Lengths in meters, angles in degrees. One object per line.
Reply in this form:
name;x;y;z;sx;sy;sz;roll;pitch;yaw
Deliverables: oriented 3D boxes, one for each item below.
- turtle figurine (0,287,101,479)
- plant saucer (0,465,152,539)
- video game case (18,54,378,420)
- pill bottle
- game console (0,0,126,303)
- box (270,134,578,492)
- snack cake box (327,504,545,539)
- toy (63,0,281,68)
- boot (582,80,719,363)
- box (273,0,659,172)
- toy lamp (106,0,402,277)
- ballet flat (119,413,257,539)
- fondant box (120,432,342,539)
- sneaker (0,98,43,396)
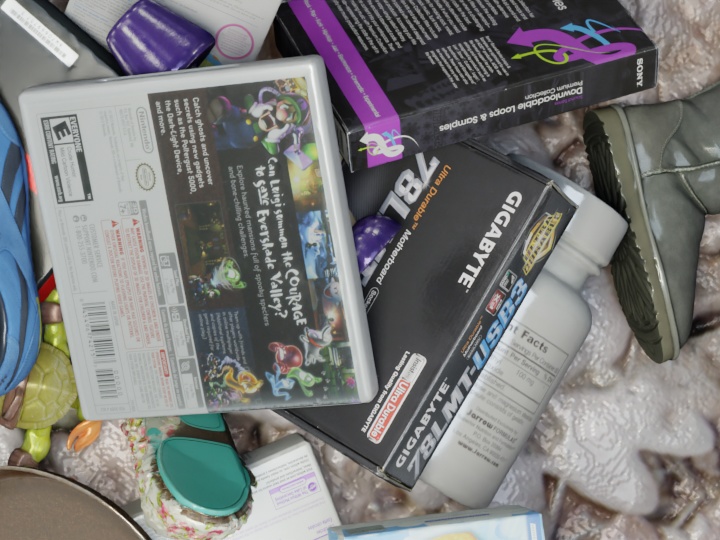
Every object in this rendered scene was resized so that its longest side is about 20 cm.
turtle figurine;-0.218;0.076;1.461;0.160;0.064;0.202;12;91;-9
plant saucer;-0.184;0.201;1.445;0.199;0.032;0.202;10;116;21
video game case;-0.092;-0.015;1.369;0.180;0.023;0.202;-4;106;17
pill bottle;0.078;0.035;1.479;0.114;0.114;0.201;31;88;-9
game console;-0.232;-0.085;1.418;0.200;0.031;0.177;40;95;-3
box;0.000;0.000;1.440;0.198;0.050;0.201;30;88;36
snack cake box;0.050;0.237;1.333;0.114;0.067;0.202;-6;90;-9
toy;-0.124;-0.130;1.436;0.114;0.047;0.201;24;120;-5
boot;0.254;-0.049;1.532;0.198;0.073;0.183;-13;96;-15
box;0.062;-0.135;1.451;0.198;0.143;0.036;-16;131;-12
toy lamp;-0.063;-0.077;1.382;0.200;0.058;0.058;43;86;-3
ballet flat;-0.105;0.120;1.423;0.075;0.200;0.064;17;111;-16
fondant box;-0.065;0.222;1.495;0.143;0.058;0.201;-22;95;-7
sneaker;-0.224;-0.026;1.371;0.065;0.078;0.202;-10;94;5
